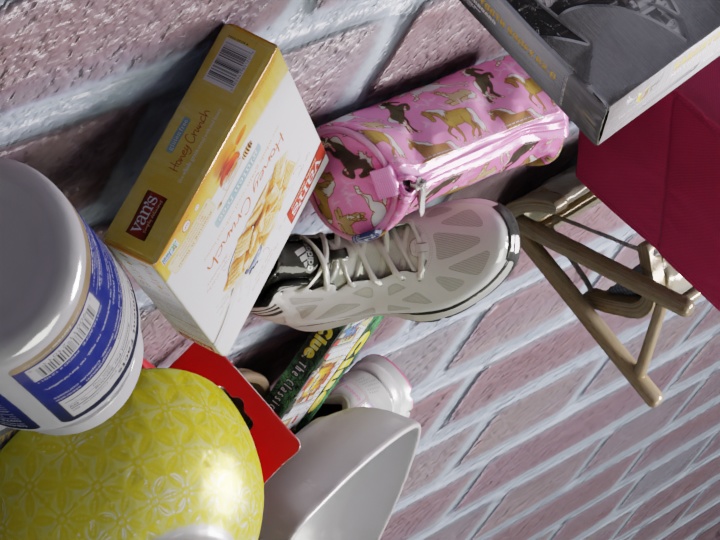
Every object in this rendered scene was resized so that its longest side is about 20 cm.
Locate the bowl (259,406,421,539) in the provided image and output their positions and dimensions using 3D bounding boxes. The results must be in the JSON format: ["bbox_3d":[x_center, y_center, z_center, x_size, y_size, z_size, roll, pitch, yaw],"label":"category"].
[{"bbox_3d":[-0.050,0.198,1.902,0.200,0.075,0.200,-37,155,-49],"label":"bowl"}]

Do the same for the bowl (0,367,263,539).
[{"bbox_3d":[-0.132,0.170,1.546,0.200,0.108,0.201,-22,136,-23],"label":"bowl"}]

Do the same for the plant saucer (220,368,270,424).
[{"bbox_3d":[-0.150,0.137,1.830,0.200,0.029,0.200,-38,162,-15],"label":"plant saucer"}]

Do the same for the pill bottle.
[{"bbox_3d":[-0.181,0.022,1.343,0.116,0.116,0.200,-40,163,-5],"label":"pill bottle"}]

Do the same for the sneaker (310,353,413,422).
[{"bbox_3d":[-0.045,0.152,2.022,0.088,0.081,0.200,-6,133,-59],"label":"sneaker"}]

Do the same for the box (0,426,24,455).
[{"bbox_3d":[-0.249,0.121,1.546,0.200,0.048,0.159,-31,158,-33],"label":"box"}]

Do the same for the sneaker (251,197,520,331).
[{"bbox_3d":[0.000,0.001,1.656,0.200,0.076,0.115,-16,171,29],"label":"sneaker"}]

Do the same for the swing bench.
[{"bbox_3d":[0.237,-0.032,2.001,0.199,0.200,0.130,-31,150,-33],"label":"swing bench"}]

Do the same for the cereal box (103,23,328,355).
[{"bbox_3d":[-0.079,-0.042,1.467,0.144,0.039,0.200,-62,165,-10],"label":"cereal box"}]

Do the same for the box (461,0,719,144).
[{"bbox_3d":[0.162,-0.191,1.484,0.200,0.158,0.048,-35,162,-18],"label":"box"}]

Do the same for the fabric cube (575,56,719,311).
[{"bbox_3d":[0.292,-0.120,1.841,0.196,0.200,0.200,-35,152,-19],"label":"fabric cube"}]

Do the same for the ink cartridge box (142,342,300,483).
[{"bbox_3d":[-0.152,0.141,1.688,0.200,0.116,0.067,-43,161,0],"label":"ink cartridge box"}]

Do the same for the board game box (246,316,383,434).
[{"bbox_3d":[-0.034,0.076,1.883,0.200,0.023,0.105,-55,171,15],"label":"board game box"}]

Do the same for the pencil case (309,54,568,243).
[{"bbox_3d":[0.051,-0.083,1.643,0.200,0.087,0.083,-25,161,-45],"label":"pencil case"}]
